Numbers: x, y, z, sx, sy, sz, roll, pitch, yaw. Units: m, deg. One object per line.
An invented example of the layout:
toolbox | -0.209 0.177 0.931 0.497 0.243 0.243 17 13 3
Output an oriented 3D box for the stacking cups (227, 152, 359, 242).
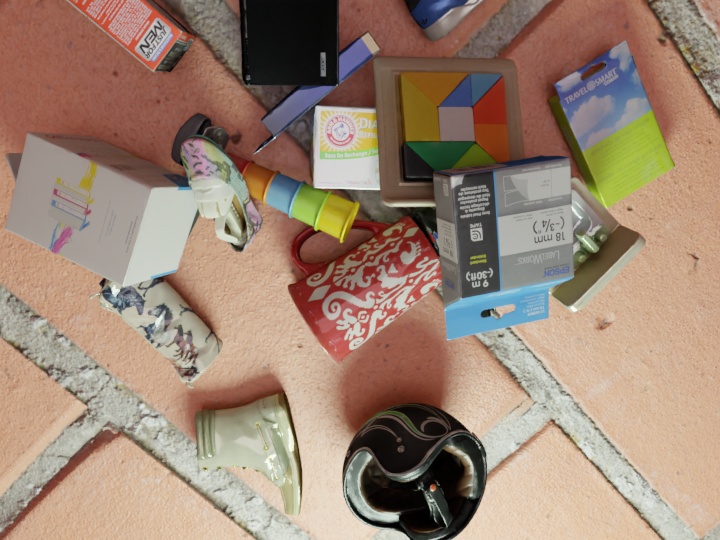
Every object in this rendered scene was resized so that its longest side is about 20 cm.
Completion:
stacking cups | -0.101 -0.107 0.822 0.198 0.061 0.061 26 103 3

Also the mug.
mug | 0.003 0.005 0.855 0.199 0.134 0.179 -33 109 0

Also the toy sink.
toy sink | 0.261 -0.053 0.830 0.112 0.200 0.131 40 99 -16

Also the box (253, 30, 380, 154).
box | -0.066 -0.227 0.779 0.199 0.121 0.032 -39 107 6

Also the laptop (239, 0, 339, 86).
laptop | -0.091 -0.311 0.714 0.102 0.200 0.180 -3 107 -11

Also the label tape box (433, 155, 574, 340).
label tape box | 0.165 -0.019 0.689 0.142 0.063 0.203 -10 104 -12

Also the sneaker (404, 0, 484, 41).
sneaker | 0.134 -0.405 0.773 0.199 0.077 0.111 -39 117 12

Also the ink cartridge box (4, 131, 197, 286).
ink cartridge box | -0.328 -0.085 0.764 0.198 0.128 0.127 24 103 9

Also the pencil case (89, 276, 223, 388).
pencil case | -0.283 0.074 0.865 0.089 0.078 0.201 -44 108 -12

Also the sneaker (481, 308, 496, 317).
sneaker | 0.163 0.033 0.856 0.059 0.200 0.105 -21 92 -1

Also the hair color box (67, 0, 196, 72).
hair color box | -0.302 -0.329 0.726 0.199 0.111 0.064 40 99 -17

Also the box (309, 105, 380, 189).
box | 0.031 -0.165 0.814 0.197 0.113 0.103 1 104 -6

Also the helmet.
helmet | 0.073 0.298 0.919 0.198 0.190 0.203 0 90 -38

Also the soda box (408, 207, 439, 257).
soda box | 0.122 -0.057 0.810 0.063 0.200 0.071 -25 108 -1

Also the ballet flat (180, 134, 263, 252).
ballet flat | -0.177 -0.085 0.781 0.068 0.201 0.072 3 63 12

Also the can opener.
can opener | -0.245 -0.115 0.838 0.067 0.053 0.202 34 102 18

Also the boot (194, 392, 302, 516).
boot | -0.172 0.299 0.951 0.152 0.072 0.203 -10 103 -4

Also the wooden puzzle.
wooden puzzle | 0.110 -0.174 0.734 0.182 0.037 0.203 -2 76 -7

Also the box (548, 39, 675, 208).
box | 0.358 -0.207 0.875 0.121 0.048 0.201 -31 107 2
